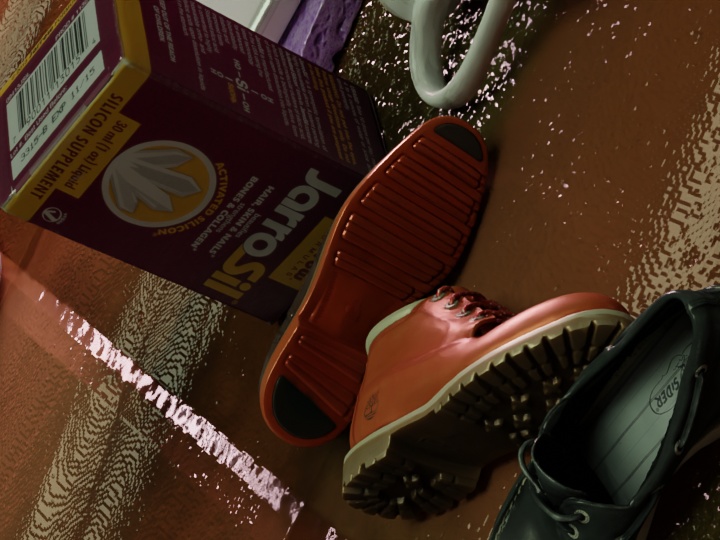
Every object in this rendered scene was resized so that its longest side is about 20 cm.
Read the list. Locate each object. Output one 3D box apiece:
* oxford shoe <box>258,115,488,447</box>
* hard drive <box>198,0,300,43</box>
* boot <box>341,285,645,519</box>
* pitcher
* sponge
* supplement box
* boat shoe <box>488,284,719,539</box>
[{"bbox_3d":[0.000,0.000,1.074,0.201,0.071,0.073,-56,14,-1],"label":"oxford shoe"},{"bbox_3d":[-0.097,-0.157,1.293,0.201,0.026,0.132,-61,33,10],"label":"hard drive"},{"bbox_3d":[0.062,0.040,0.958,0.200,0.075,0.108,-32,41,43],"label":"boot"},{"bbox_3d":[0.074,-0.195,1.062,0.200,0.121,0.173,-30,67,56],"label":"pitcher"},{"bbox_3d":[-0.079,-0.145,1.311,0.200,0.030,0.112,16,83,58],"label":"sponge"},{"bbox_3d":[-0.099,-0.072,1.136,0.131,0.199,0.104,-46,38,28],"label":"supplement box"},{"bbox_3d":[0.106,0.084,0.860,0.199,0.066,0.075,-48,52,24],"label":"boat shoe"}]
